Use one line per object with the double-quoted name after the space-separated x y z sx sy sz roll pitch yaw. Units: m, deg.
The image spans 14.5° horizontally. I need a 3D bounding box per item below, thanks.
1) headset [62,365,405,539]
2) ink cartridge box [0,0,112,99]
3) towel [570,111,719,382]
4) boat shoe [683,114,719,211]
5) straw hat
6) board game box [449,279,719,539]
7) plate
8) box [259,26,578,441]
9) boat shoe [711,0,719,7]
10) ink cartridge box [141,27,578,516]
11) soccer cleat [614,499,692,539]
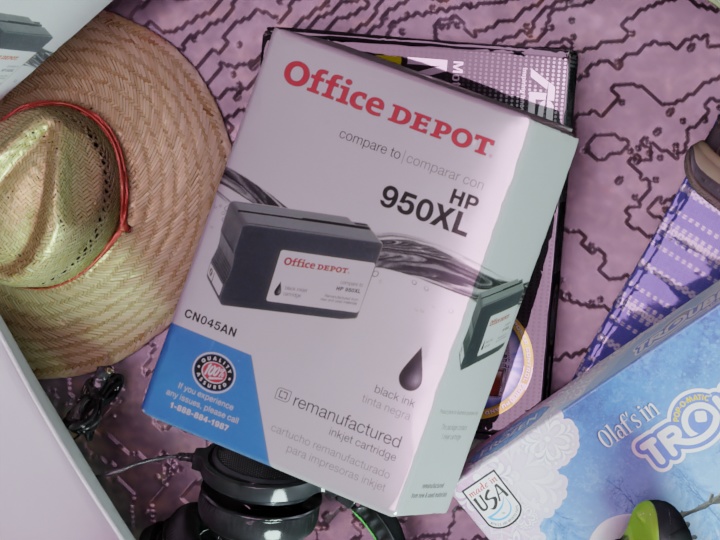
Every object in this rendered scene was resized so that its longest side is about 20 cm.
-0.067 0.126 1.454 0.200 0.094 0.124 35 111 -6 "headset"
-0.221 -0.159 1.427 0.200 0.084 0.145 -40 60 10 "ink cartridge box"
0.208 0.018 1.421 0.144 0.024 0.201 30 99 5 "towel"
0.253 -0.020 1.362 0.200 0.074 0.073 34 100 2 "boat shoe"
-0.166 -0.037 1.448 0.200 0.085 0.202 1 93 10 "straw hat"
0.180 0.123 1.377 0.200 0.043 0.199 -36 98 23 "board game box"
-0.202 0.117 1.455 0.200 0.032 0.200 -34 88 40 "plate"
0.023 -0.019 1.436 0.159 0.044 0.201 6 94 10 "box"
0.183 -0.163 1.358 0.072 0.066 0.201 -35 68 -21 "boat shoe"
0.000 0.000 1.363 0.144 0.084 0.201 20 94 19 "ink cartridge box"
0.166 0.201 1.359 0.081 0.068 0.201 -11 106 -10 "soccer cleat"
